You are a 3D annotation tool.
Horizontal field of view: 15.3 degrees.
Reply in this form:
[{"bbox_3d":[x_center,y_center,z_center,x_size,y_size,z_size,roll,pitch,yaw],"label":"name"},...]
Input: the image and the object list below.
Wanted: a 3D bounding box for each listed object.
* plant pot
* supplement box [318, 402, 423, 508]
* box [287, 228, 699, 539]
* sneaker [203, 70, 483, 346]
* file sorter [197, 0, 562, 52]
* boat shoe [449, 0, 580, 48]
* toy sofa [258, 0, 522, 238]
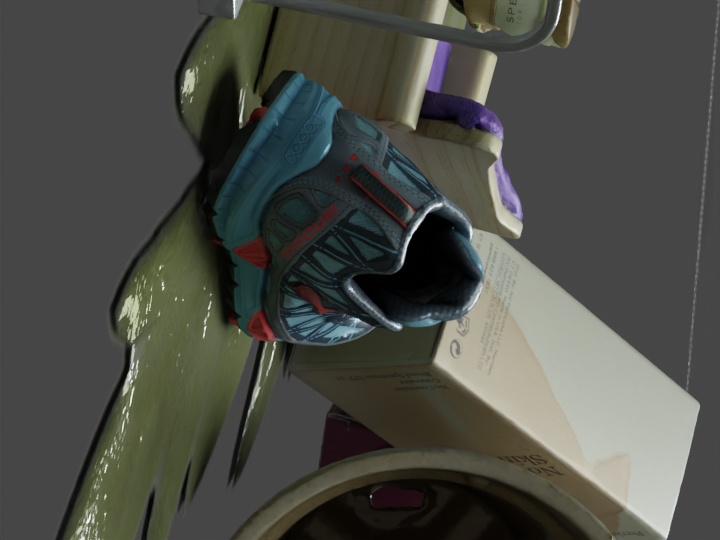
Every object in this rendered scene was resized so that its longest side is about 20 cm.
[{"bbox_3d":[0.023,0.163,1.172,0.183,0.199,0.202,-105,-153,-85],"label":"plant pot"},{"bbox_3d":[0.050,0.085,1.477,0.200,0.110,0.086,-60,161,-63],"label":"supplement box"},{"bbox_3d":[0.068,0.056,1.279,0.200,0.095,0.078,37,60,-39],"label":"box"},{"bbox_3d":[0.000,0.000,1.027,0.080,0.095,0.200,-57,166,-9],"label":"sneaker"},{"bbox_3d":[0.031,-0.189,0.888,0.139,0.124,0.201,92,14,-50],"label":"file sorter"},{"bbox_3d":[0.077,-0.165,1.443,0.200,0.066,0.074,-105,-155,-79],"label":"boat shoe"},{"bbox_3d":[0.025,-0.079,1.111,0.200,0.097,0.083,56,48,-78],"label":"toy sofa"}]
